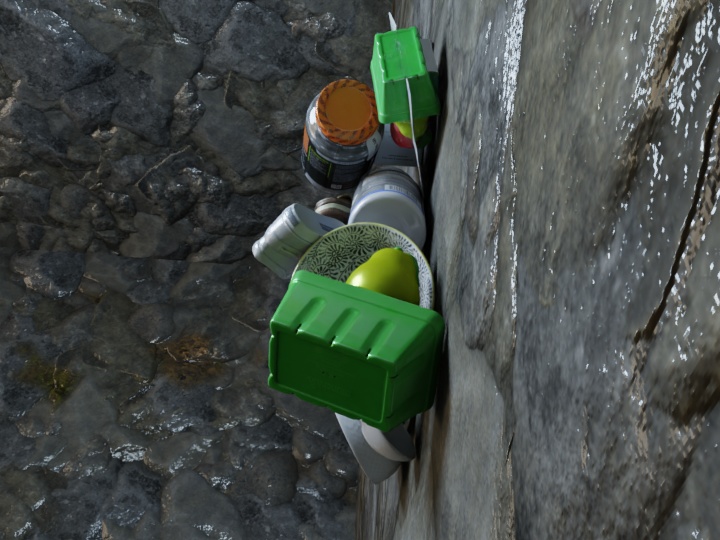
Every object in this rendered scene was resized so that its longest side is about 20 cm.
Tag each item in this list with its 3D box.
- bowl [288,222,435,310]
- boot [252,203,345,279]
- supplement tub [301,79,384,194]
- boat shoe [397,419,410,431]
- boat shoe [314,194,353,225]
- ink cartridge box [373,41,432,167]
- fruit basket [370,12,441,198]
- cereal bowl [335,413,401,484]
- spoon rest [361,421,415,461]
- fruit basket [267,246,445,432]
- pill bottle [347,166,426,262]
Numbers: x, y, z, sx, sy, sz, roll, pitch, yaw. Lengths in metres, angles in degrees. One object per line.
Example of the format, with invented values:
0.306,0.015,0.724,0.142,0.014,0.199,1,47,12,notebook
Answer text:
0.009,0.046,1.003,0.094,0.198,0.204,47,-135,-70,bowl
-0.069,-0.026,1.069,0.199,0.095,0.074,27,-149,-50,boot
-0.029,-0.207,1.166,0.200,0.121,0.124,119,155,-74,supplement tub
0.051,0.145,1.109,0.072,0.067,0.203,117,156,-82,boat shoe
-0.033,-0.090,1.241,0.202,0.074,0.076,45,-150,-68,boat shoe
0.068,-0.289,1.280,0.146,0.082,0.203,-90,4,-76,ink cartridge box
0.075,-0.238,1.077,0.201,0.092,0.187,65,-166,-51,fruit basket
0.017,0.231,1.193,0.200,0.083,0.202,155,90,-90,cereal bowl
0.006,0.183,1.014,0.061,0.200,0.099,-45,9,14,spoon rest
0.008,0.069,0.889,0.216,0.212,0.157,-88,3,-63,fruit basket
0.041,-0.087,1.120,0.200,0.112,0.115,-82,-3,-69,pill bottle
